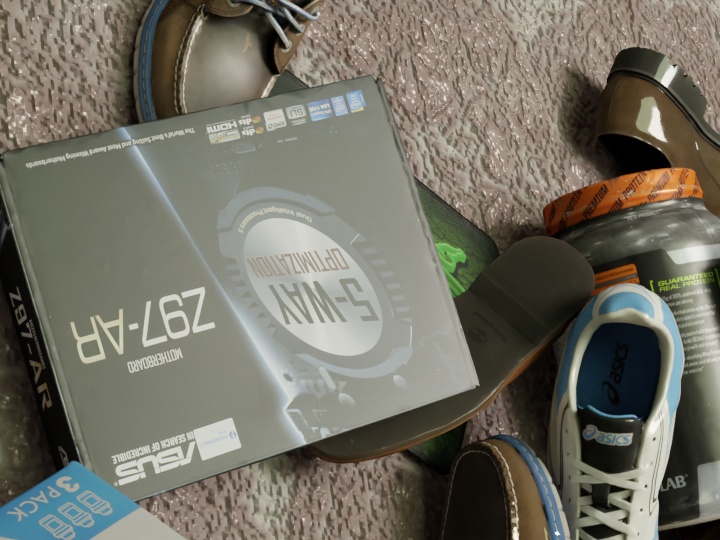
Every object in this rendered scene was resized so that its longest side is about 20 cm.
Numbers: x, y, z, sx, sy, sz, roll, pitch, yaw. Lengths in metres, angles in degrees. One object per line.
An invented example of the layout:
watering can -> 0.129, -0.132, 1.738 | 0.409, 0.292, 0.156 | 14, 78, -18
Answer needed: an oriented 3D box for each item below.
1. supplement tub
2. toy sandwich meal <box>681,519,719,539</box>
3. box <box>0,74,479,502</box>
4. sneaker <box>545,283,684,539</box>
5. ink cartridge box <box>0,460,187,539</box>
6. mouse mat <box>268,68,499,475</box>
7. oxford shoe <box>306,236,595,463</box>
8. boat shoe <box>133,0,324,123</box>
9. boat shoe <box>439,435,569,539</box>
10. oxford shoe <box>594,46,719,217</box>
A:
supplement tub -> 0.176, 0.049, 0.935 | 0.122, 0.122, 0.202 | -2, 76, -45
toy sandwich meal -> 0.255, 0.247, 0.974 | 0.204, 0.070, 0.207 | 19, 62, -39
box -> -0.059, 0.008, 0.728 | 0.199, 0.043, 0.162 | -14, 84, -28
sneaker -> 0.128, 0.107, 0.834 | 0.072, 0.071, 0.202 | -1, 97, -72
ink cartridge box -> -0.078, 0.168, 0.587 | 0.199, 0.068, 0.115 | 30, 38, 24
mouse mat -> 0.000, 0.000, 0.862 | 0.200, 0.007, 0.162 | 37, 51, -30
oxford shoe -> 0.044, 0.056, 0.836 | 0.199, 0.071, 0.071 | -27, 65, -33
boat shoe -> -0.059, -0.140, 0.809 | 0.072, 0.072, 0.201 | 33, 54, -32
boat shoe -> 0.059, 0.178, 0.793 | 0.072, 0.072, 0.202 | 17, 63, -38
oxford shoe -> 0.222, -0.055, 1.073 | 0.200, 0.072, 0.085 | 39, 67, -26
